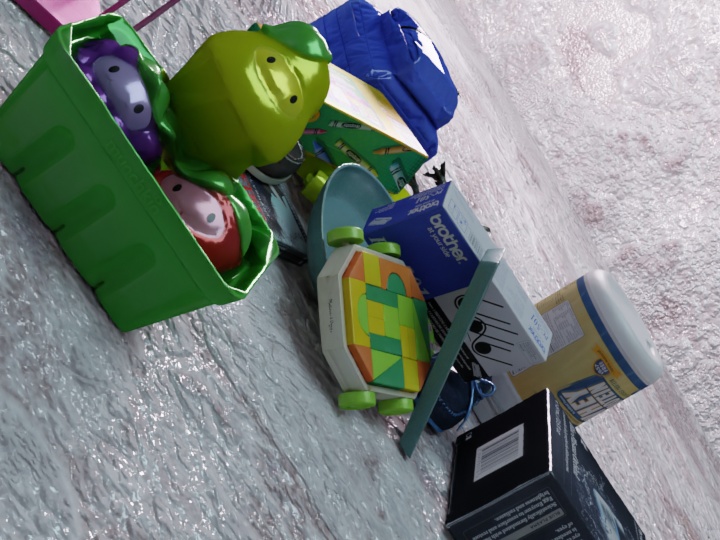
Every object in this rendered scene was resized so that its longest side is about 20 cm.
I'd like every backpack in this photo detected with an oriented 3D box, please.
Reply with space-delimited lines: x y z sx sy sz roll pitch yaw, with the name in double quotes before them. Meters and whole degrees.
"backpack" 0.016 -0.219 1.582 0.163 0.167 0.200 54 11 -39

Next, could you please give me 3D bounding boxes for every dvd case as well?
"dvd case" -0.115 -0.085 1.190 0.147 0.022 0.200 65 15 21

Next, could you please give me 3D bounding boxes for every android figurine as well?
"android figurine" -0.010 -0.091 1.419 0.200 0.041 0.182 41 19 -9

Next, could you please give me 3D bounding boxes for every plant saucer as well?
"plant saucer" 0.000 0.000 1.280 0.200 0.036 0.201 42 40 -49
"plant saucer" 0.082 0.072 1.231 0.019 0.201 0.070 24 16 6

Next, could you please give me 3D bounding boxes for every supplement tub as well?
"supplement tub" 0.227 0.106 1.545 0.145 0.200 0.145 51 18 -23

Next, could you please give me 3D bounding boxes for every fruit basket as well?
"fruit basket" -0.109 -0.087 0.887 0.216 0.215 0.156 56 16 -8

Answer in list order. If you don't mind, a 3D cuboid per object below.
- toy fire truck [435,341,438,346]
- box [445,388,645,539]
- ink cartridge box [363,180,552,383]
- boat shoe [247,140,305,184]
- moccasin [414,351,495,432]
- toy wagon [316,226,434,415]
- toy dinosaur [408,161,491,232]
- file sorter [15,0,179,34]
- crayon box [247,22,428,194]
"toy fire truck" 0.069 0.035 1.474 0.141 0.049 0.200 54 16 -15
"box" 0.186 0.252 1.306 0.200 0.117 0.197 56 16 -11
"ink cartridge box" 0.094 0.015 1.290 0.200 0.094 0.044 54 36 -25
"boat shoe" -0.092 -0.131 1.191 0.201 0.060 0.072 25 36 -64
"moccasin" 0.101 0.104 1.405 0.081 0.068 0.200 57 18 -6
"toy wagon" 0.023 0.049 1.209 0.200 0.039 0.156 18 64 -58
"toy dinosaur" 0.087 -0.077 1.549 0.088 0.047 0.200 62 23 11
"file sorter" -0.216 -0.290 1.071 0.139 0.125 0.201 44 21 -42
"crayon box" -0.034 -0.162 1.374 0.200 0.058 0.119 22 27 -44
